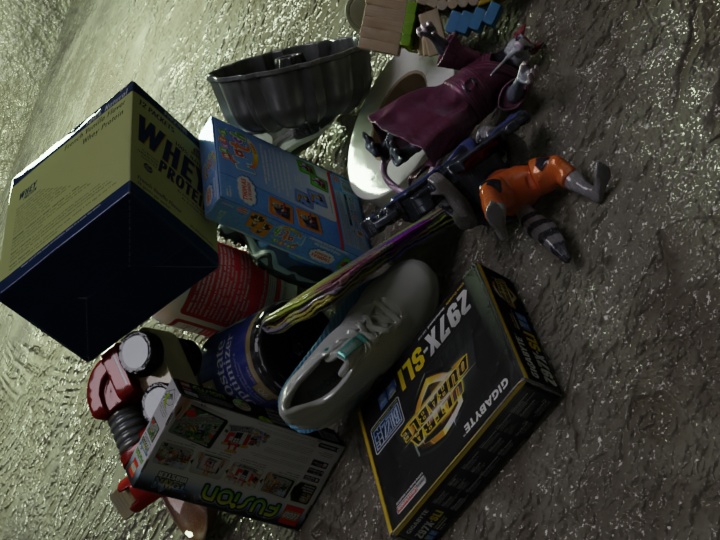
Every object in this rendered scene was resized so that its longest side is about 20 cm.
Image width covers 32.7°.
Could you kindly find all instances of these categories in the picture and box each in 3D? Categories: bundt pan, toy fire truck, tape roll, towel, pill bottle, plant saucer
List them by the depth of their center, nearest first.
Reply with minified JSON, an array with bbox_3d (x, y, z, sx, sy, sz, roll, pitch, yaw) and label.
[{"bbox_3d":[0.000,0.000,1.219,0.199,0.023,0.143,-33,2,-39],"label":"towel"},{"bbox_3d":[-0.242,0.186,1.351,0.199,0.128,0.177,-37,67,18],"label":"toy fire truck"},{"bbox_3d":[0.055,-0.166,1.362,0.203,0.037,0.205,-42,36,40],"label":"tape roll"},{"bbox_3d":[-0.118,0.109,1.386,0.199,0.111,0.113,-27,47,51],"label":"pill bottle"},{"bbox_3d":[-0.074,-0.212,1.425,0.201,0.200,0.077,20,126,62],"label":"bundt pan"},{"bbox_3d":[-0.184,0.020,1.469,0.112,0.198,0.113,-41,39,45],"label":"pill bottle"},{"bbox_3d":[-0.213,0.224,1.469,0.200,0.036,0.203,42,140,47],"label":"plant saucer"}]

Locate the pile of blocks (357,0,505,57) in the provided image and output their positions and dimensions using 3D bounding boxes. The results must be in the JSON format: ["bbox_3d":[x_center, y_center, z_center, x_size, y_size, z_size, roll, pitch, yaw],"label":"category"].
[{"bbox_3d":[0.095,-0.269,1.303,0.197,0.062,0.083,-13,87,15],"label":"pile of blocks"}]

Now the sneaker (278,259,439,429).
[{"bbox_3d":[0.000,0.071,1.150,0.200,0.075,0.089,-49,-11,-2],"label":"sneaker"}]

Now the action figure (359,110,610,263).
[{"bbox_3d":[0.108,-0.055,1.107,0.199,0.105,0.193,-34,18,-11],"label":"action figure"}]

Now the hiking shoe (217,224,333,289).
[{"bbox_3d":[-0.093,-0.046,1.429,0.199,0.074,0.087,34,101,28],"label":"hiking shoe"}]

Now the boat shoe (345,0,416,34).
[{"bbox_3d":[0.073,-0.342,1.415,0.198,0.075,0.068,-24,8,29],"label":"boat shoe"}]

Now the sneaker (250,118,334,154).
[{"bbox_3d":[-0.106,-0.160,1.566,0.198,0.089,0.078,-29,79,11],"label":"sneaker"}]

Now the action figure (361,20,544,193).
[{"bbox_3d":[0.107,-0.161,1.208,0.199,0.149,0.134,-37,56,-10],"label":"action figure"}]

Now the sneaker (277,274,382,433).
[{"bbox_3d":[-0.001,0.077,1.236,0.200,0.077,0.081,-46,-12,6],"label":"sneaker"}]

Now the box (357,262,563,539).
[{"bbox_3d":[0.081,0.118,1.093,0.201,0.049,0.160,-53,29,26],"label":"box"}]

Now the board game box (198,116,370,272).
[{"bbox_3d":[-0.084,-0.080,1.370,0.037,0.198,0.152,-49,32,28],"label":"board game box"}]

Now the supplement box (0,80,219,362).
[{"bbox_3d":[-0.269,-0.053,1.324,0.199,0.134,0.201,-34,38,19],"label":"supplement box"}]

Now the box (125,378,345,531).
[{"bbox_3d":[-0.124,0.189,1.241,0.111,0.198,0.035,-60,32,12],"label":"box"}]
